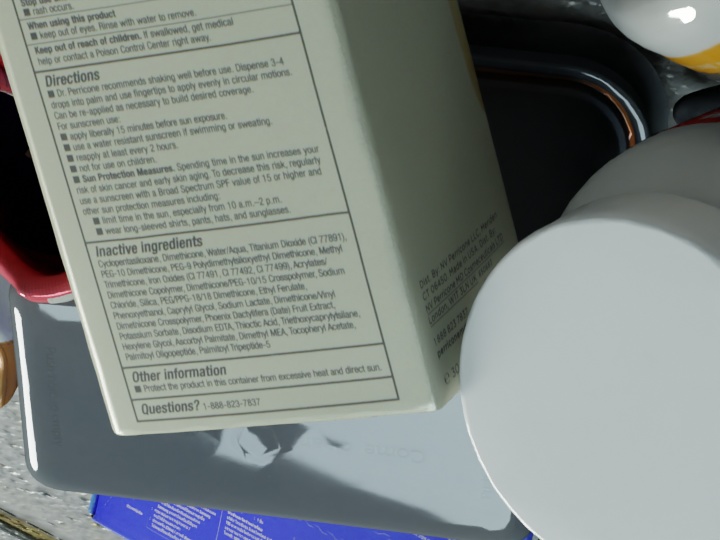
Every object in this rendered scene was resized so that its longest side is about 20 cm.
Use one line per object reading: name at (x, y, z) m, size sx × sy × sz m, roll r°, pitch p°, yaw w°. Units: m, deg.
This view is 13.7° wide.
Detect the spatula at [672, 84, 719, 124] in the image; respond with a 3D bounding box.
spatula at (0.189, -0.054, 0.898) m, size 0.200 × 0.021 × 0.057 m, roll -2°, pitch 147°, yaw 28°

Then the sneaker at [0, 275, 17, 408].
sneaker at (-0.186, -0.011, 1.066) m, size 0.073 × 0.085 × 0.200 m, roll -13°, pitch 145°, yaw 43°

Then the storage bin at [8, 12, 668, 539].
storage bin at (-0.013, -0.002, 0.916) m, size 0.200 × 0.134 × 0.146 m, roll 6°, pitch 127°, yaw 9°

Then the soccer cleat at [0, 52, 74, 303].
soccer cleat at (-0.118, -0.082, 0.810) m, size 0.067 × 0.076 × 0.200 m, roll -26°, pitch 106°, yaw 6°

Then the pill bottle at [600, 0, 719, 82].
pill bottle at (0.167, -0.077, 0.747) m, size 0.200 × 0.116 × 0.116 m, roll 21°, pitch 153°, yaw -21°

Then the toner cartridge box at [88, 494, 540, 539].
toner cartridge box at (-0.009, 0.082, 1.085) m, size 0.200 × 0.095 × 0.043 m, roll 25°, pitch -163°, yaw 37°

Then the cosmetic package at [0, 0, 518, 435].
cosmetic package at (-0.033, -0.063, 0.773) m, size 0.105 × 0.071 × 0.200 m, roll -4°, pitch 109°, yaw 28°

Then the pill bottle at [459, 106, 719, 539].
pill bottle at (0.118, 0.009, 0.807) m, size 0.116 × 0.116 × 0.200 m, roll -8°, pitch -171°, yaw 34°
